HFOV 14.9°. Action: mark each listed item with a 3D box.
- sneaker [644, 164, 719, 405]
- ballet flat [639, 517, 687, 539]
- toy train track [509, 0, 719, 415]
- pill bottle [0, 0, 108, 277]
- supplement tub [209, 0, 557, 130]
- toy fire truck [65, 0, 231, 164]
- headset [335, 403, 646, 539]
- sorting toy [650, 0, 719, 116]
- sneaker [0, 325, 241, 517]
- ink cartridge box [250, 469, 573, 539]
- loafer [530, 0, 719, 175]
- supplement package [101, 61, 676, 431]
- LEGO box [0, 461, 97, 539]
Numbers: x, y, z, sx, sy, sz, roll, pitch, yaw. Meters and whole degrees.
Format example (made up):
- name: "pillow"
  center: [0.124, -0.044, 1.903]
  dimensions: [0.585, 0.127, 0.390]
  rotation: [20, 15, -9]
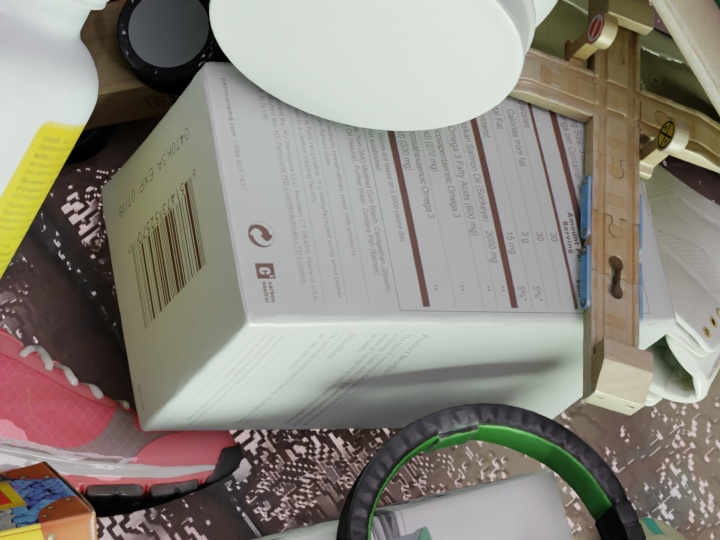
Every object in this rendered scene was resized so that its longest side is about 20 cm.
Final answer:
- name: "sneaker"
  center: [0.166, 0.029, 1.284]
  dimensions: [0.200, 0.074, 0.116]
  rotation: [25, 43, -17]
- name: "ballet flat"
  center: [0.152, 0.213, 1.277]
  dimensions: [0.069, 0.069, 0.200]
  rotation: [-12, 86, -22]
- name: "toy train track"
  center: [0.109, -0.038, 1.130]
  dimensions: [0.115, 0.033, 0.200]
  rotation: [18, 57, -23]
- name: "pill bottle"
  center: [-0.173, -0.057, 1.096]
  dimensions: [0.112, 0.112, 0.200]
  rotation: [28, 101, -15]
- name: "supplement tub"
  center: [0.019, -0.170, 1.087]
  dimensions: [0.144, 0.144, 0.200]
  rotation: [22, 58, -16]
- name: "toy fire truck"
  center: [-0.096, -0.167, 1.193]
  dimensions: [0.176, 0.129, 0.200]
  rotation: [-11, 76, 5]
- name: "headset"
  center: [0.060, 0.155, 1.105]
  dimensions: [0.123, 0.094, 0.200]
  rotation: [-12, 71, -19]
- name: "sorting toy"
  center: [0.145, -0.113, 1.174]
  dimensions: [0.036, 0.200, 0.185]
  rotation: [-31, 109, 8]
- name: "sneaker"
  center: [-0.145, 0.059, 1.185]
  dimensions: [0.200, 0.074, 0.087]
  rotation: [3, 79, -20]
- name: "ink cartridge box"
  center: [-0.019, 0.151, 1.179]
  dimensions: [0.200, 0.146, 0.085]
  rotation: [-13, 86, -23]
- name: "loafer"
  center: [0.126, -0.081, 1.316]
  dimensions: [0.200, 0.076, 0.068]
  rotation: [28, 79, -12]
- name: "supplement package"
  center: [0.010, -0.007, 1.154]
  dimensions: [0.200, 0.117, 0.118]
  rotation: [2, 64, -28]
- name: "LEGO box"
  center: [-0.177, 0.193, 1.111]
  dimensions: [0.149, 0.077, 0.200]
  rotation: [-10, 107, -21]
